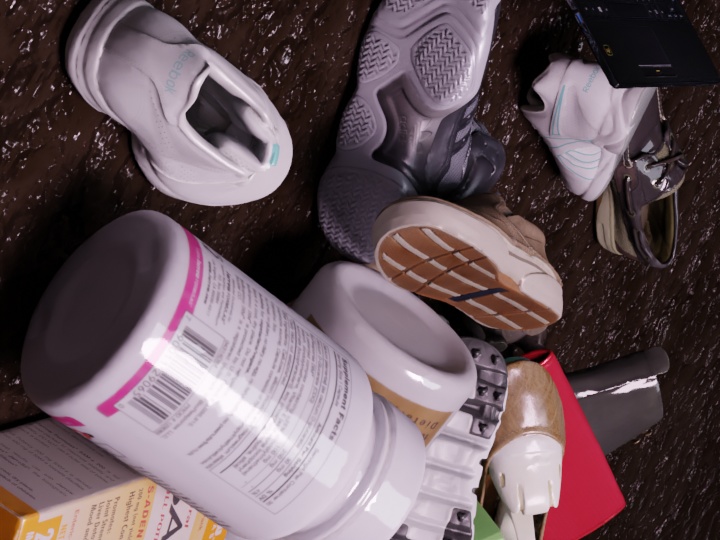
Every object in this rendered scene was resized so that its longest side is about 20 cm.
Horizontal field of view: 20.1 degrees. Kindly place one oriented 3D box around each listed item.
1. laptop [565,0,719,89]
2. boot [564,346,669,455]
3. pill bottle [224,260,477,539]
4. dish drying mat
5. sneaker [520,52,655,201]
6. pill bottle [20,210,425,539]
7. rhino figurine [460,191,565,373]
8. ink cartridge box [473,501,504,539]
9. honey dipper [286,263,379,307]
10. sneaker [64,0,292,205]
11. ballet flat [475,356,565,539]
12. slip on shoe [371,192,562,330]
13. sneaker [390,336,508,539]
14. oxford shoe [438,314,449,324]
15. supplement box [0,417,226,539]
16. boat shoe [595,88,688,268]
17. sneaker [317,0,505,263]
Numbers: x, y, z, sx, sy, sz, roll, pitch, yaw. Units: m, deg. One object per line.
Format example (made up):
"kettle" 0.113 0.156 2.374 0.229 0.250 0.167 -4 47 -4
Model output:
"laptop" 0.192 -0.230 1.321 0.103 0.201 0.177 -32 168 31
"boot" 0.154 0.137 1.468 0.137 0.078 0.201 -15 148 -7
"pill bottle" -0.031 0.104 1.197 0.200 0.114 0.114 -53 157 18
"dish drying mat" 0.125 0.127 1.388 0.076 0.018 0.200 -29 136 0
"sneaker" 0.154 -0.107 1.417 0.200 0.080 0.071 90 26 -76
"pill bottle" -0.065 0.067 1.041 0.200 0.113 0.114 39 79 -32
"rhino figurine" 0.095 0.014 1.411 0.059 0.088 0.200 -19 145 1
"ink cartridge box" -0.012 0.230 1.335 0.199 0.084 0.146 -19 136 -21
"honey dipper" 0.000 0.000 1.276 0.199 0.038 0.038 -27 138 -44
"sneaker" -0.069 -0.068 1.022 0.076 0.088 0.200 -61 154 -4
"ballet flat" 0.101 0.147 1.329 0.067 0.073 0.201 -4 135 -12
"slip on shoe" 0.066 -0.018 1.208 0.200 0.076 0.061 27 58 -55
"sneaker" 0.037 0.139 1.264 0.090 0.066 0.202 172 -64 -79
"oxford shoe" 0.053 0.113 1.449 0.075 0.058 0.201 -37 143 -37
"supplement box" -0.154 0.147 1.089 0.200 0.073 0.127 -14 127 -57
"boat shoe" 0.219 -0.081 1.554 0.073 0.065 0.201 -47 149 -25
"sneaker" 0.047 -0.102 1.222 0.114 0.075 0.201 -15 133 -57
